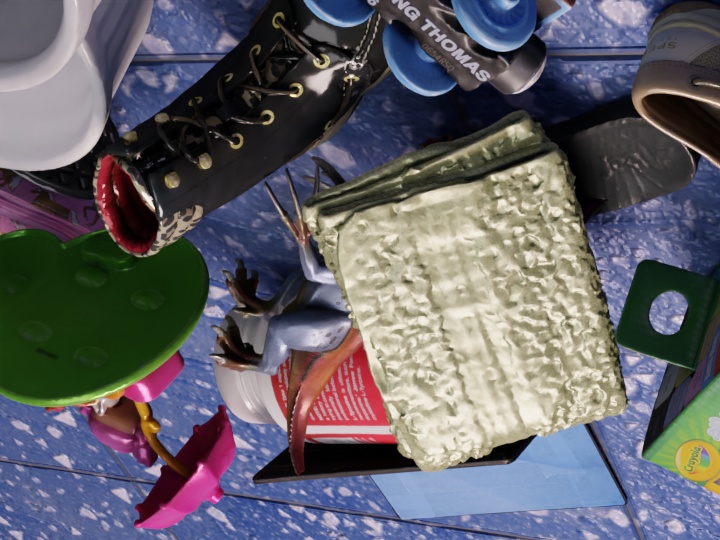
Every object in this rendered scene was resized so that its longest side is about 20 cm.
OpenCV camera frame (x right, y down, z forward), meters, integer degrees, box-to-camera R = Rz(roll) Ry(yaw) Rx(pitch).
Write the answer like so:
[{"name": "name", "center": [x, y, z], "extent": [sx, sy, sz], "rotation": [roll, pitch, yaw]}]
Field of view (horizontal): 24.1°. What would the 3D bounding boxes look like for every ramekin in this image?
[{"name": "ramekin", "center": [-0.214, -0.161, 0.961], "extent": [0.198, 0.098, 0.201], "rotation": [18, 146, 12]}]

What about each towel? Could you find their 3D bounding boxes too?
[{"name": "towel", "center": [0.065, 0.017, 0.937], "extent": [0.147, 0.037, 0.201], "rotation": [-18, 119, 9]}]

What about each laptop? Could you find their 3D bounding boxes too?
[{"name": "laptop", "center": [0.061, 0.151, 1.156], "extent": [0.185, 0.200, 0.117], "rotation": [-9, 101, 26]}]

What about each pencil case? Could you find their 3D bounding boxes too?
[{"name": "pencil case", "center": [-0.239, -0.045, 1.147], "extent": [0.198, 0.087, 0.083], "rotation": [23, 134, 4]}]

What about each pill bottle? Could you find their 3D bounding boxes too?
[{"name": "pill bottle", "center": [0.004, 0.056, 1.091], "extent": [0.198, 0.113, 0.113], "rotation": [-4, 136, 38]}]

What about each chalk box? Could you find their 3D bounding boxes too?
[{"name": "chalk box", "center": [0.238, 0.053, 0.916], "extent": [0.198, 0.126, 0.124], "rotation": [26, 147, -2]}]

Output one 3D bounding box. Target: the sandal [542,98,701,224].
[{"name": "sandal", "center": [0.102, -0.042, 0.949], "extent": [0.075, 0.048, 0.200], "rotation": [40, 145, -19]}]

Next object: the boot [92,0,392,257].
[{"name": "boot", "center": [-0.057, -0.092, 0.887], "extent": [0.074, 0.153, 0.204], "rotation": [48, 149, 7]}]

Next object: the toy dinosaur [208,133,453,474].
[{"name": "toy dinosaur", "center": [0.000, 0.000, 0.996], "extent": [0.180, 0.105, 0.201], "rotation": [-16, 120, 25]}]

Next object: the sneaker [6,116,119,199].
[{"name": "sneaker", "center": [-0.243, -0.114, 1.094], "extent": [0.199, 0.072, 0.083], "rotation": [32, 171, -7]}]

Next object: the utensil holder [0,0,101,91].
[{"name": "utensil holder", "center": [-0.157, -0.212, 0.760], "extent": [0.168, 0.201, 0.171], "rotation": [18, 147, 12]}]

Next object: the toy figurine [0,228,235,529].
[{"name": "toy figurine", "center": [-0.159, 0.082, 1.087], "extent": [0.199, 0.150, 0.185], "rotation": [18, 142, 36]}]

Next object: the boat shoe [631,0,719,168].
[{"name": "boat shoe", "center": [0.221, -0.053, 0.838], "extent": [0.199, 0.065, 0.071], "rotation": [30, 147, -5]}]

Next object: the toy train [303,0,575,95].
[{"name": "toy train", "center": [0.018, -0.169, 0.774], "extent": [0.199, 0.115, 0.086], "rotation": [38, 148, -18]}]
